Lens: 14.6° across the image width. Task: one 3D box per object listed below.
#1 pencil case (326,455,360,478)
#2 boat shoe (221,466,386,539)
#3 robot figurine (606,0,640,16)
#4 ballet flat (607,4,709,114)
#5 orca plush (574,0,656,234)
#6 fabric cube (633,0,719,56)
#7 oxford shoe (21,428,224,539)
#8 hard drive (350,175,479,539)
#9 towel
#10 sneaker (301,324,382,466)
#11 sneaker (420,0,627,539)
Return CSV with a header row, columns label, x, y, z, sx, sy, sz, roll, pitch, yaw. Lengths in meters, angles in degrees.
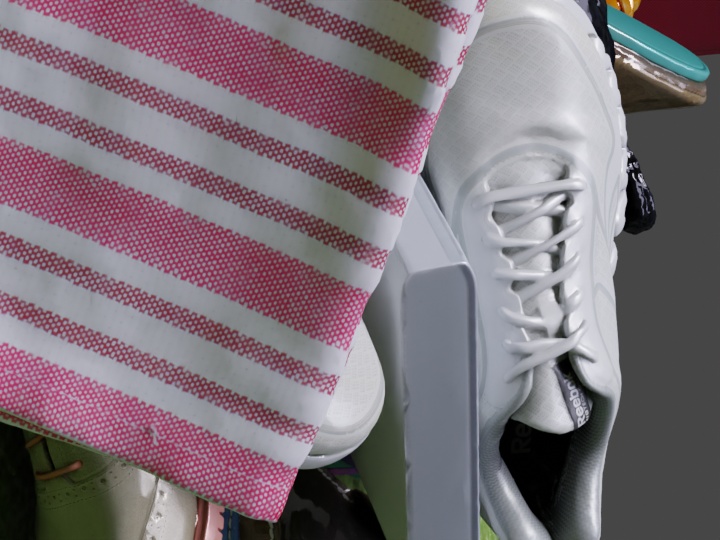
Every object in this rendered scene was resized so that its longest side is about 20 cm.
label,x,y,z,sx,sy,sz,roll,pitch,yaw
pencil case,0.023,-0.014,1.109,0.092,0.085,0.201,164,-74,-69
boat shoe,-0.001,0.111,1.014,0.200,0.072,0.073,61,33,-58
robot figurine,0.076,-0.034,1.229,0.145,0.058,0.201,89,15,-63
ballet flat,0.032,-0.095,1.040,0.199,0.073,0.068,30,12,-16
orca plush,0.063,-0.020,0.975,0.105,0.071,0.201,-22,131,-59
fabric cube,0.131,-0.227,1.281,0.200,0.195,0.201,57,34,-54
oxford shoe,-0.087,0.046,0.861,0.074,0.071,0.201,25,58,-42
hard drive,0.000,0.000,0.962,0.200,0.027,0.133,-115,-161,-54
towel,-0.052,-0.044,0.748,0.030,0.146,0.201,-100,-149,-74
sneaker,-0.044,-0.028,0.812,0.200,0.081,0.075,58,39,-21
sneaker,0.057,0.004,0.913,0.081,0.075,0.201,-103,-173,-65
